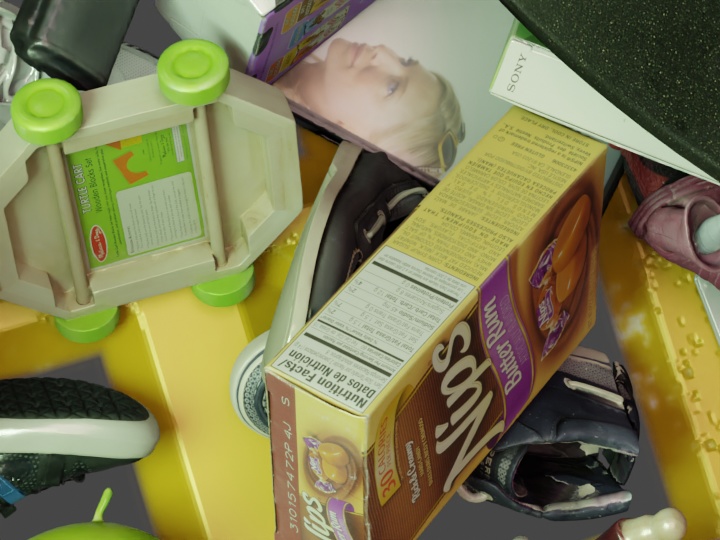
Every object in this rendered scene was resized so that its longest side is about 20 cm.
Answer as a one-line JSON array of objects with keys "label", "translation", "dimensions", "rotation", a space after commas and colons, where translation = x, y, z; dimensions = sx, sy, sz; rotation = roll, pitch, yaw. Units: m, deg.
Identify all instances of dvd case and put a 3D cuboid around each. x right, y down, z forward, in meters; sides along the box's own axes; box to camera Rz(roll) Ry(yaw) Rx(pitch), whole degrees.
[{"label": "dvd case", "translation": [0.051, -0.109, 1.369], "dimensions": [0.199, 0.018, 0.143], "rotation": [28, 79, -4]}]

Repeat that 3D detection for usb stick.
[{"label": "usb stick", "translation": [-0.105, -0.179, 1.263], "dimensions": [0.055, 0.032, 0.201], "rotation": [30, 75, -38]}]

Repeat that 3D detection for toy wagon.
[{"label": "toy wagon", "translation": [-0.126, -0.031, 1.274], "dimensions": [0.199, 0.156, 0.040], "rotation": [-15, 51, -9]}]

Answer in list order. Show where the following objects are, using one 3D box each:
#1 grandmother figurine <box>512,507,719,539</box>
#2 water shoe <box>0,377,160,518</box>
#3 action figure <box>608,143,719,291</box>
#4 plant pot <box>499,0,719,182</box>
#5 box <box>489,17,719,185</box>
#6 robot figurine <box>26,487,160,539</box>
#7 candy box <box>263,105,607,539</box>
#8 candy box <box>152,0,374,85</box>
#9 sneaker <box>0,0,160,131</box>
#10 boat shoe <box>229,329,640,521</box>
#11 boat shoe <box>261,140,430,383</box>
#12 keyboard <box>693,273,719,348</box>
[{"label": "grandmother figurine", "translation": [0.147, 0.147, 1.304], "dimensions": [0.198, 0.122, 0.061], "rotation": [-9, 48, 12]}, {"label": "water shoe", "translation": [-0.192, 0.098, 1.295], "dimensions": [0.198, 0.072, 0.080], "rotation": [-3, 105, -4]}, {"label": "action figure", "translation": [0.194, -0.009, 1.344], "dimensions": [0.199, 0.134, 0.149], "rotation": [34, 123, 11]}, {"label": "plant pot", "translation": [0.172, -0.164, 1.190], "dimensions": [0.176, 0.200, 0.201], "rotation": [22, 123, 19]}, {"label": "box", "translation": [0.146, -0.113, 1.298], "dimensions": [0.143, 0.200, 0.037], "rotation": [22, 121, 1]}, {"label": "robot figurine", "translation": [-0.112, 0.205, 1.257], "dimensions": [0.175, 0.116, 0.201], "rotation": [-22, 85, -19]}, {"label": "candy box", "translation": [0.036, 0.034, 1.215], "dimensions": [0.056, 0.117, 0.200], "rotation": [25, 51, 25]}, {"label": "candy box", "translation": [0.003, -0.180, 1.277], "dimensions": [0.200, 0.168, 0.072], "rotation": [-39, 86, -12]}, {"label": "sneaker", "translation": [-0.160, -0.091, 1.289], "dimensions": [0.198, 0.115, 0.076], "rotation": [13, 81, -6]}, {"label": "boat shoe", "translation": [0.039, 0.070, 1.297], "dimensions": [0.198, 0.093, 0.075], "rotation": [2, 112, -8]}, {"label": "boat shoe", "translation": [0.000, 0.000, 1.267], "dimensions": [0.062, 0.200, 0.073], "rotation": [22, 116, -2]}, {"label": "keyboard", "translation": [0.227, 0.086, 1.374], "dimensions": [0.056, 0.011, 0.201], "rotation": [-21, 86, -5]}]
